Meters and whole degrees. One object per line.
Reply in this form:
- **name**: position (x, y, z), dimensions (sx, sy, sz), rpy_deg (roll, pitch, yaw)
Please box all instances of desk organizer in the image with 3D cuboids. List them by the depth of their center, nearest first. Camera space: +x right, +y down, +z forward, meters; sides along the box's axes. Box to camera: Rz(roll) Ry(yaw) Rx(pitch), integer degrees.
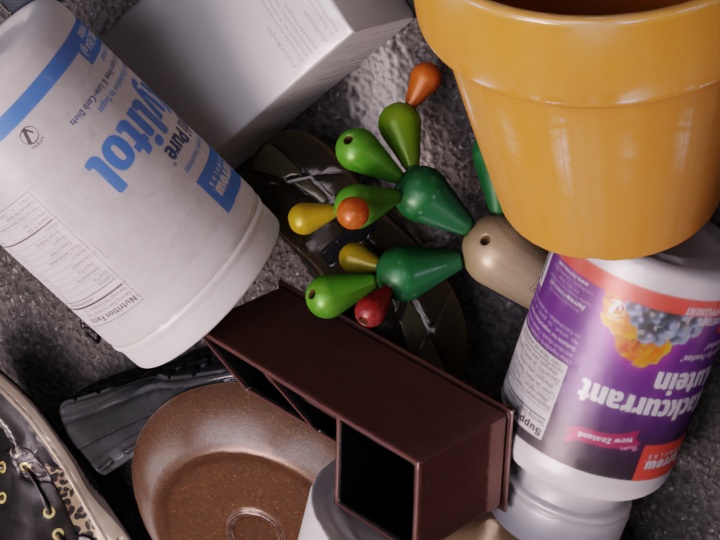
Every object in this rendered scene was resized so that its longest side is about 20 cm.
- **desk organizer**: position (-0.008, 0.085, 1.254), dimensions (0.200, 0.077, 0.072), rpy_deg (28, 129, 38)

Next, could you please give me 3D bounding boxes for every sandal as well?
- **sandal**: position (0.000, 0.000, 1.331), dimensions (0.082, 0.055, 0.200), rpy_deg (-39, 79, 2)

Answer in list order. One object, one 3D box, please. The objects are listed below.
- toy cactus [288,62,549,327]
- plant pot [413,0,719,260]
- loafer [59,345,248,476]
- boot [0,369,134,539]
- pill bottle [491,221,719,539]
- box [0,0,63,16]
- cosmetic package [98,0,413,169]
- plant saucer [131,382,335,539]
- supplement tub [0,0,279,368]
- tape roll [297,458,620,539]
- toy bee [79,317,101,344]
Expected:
- **toy cactus**: position (0.059, -0.036, 1.260), dimensions (0.165, 0.102, 0.200), rpy_deg (37, 84, -10)
- **plant pot**: position (0.130, -0.113, 1.125), dimensions (0.200, 0.200, 0.184), rpy_deg (18, 136, 27)
- **loafer**: position (-0.121, 0.096, 1.430), dimensions (0.200, 0.068, 0.071), rpy_deg (-17, 101, 39)
- **boot**: position (-0.259, 0.178, 1.483), dimensions (0.150, 0.073, 0.200), rpy_deg (-36, 94, -9)
- **pill bottle**: position (0.143, 0.064, 1.230), dimensions (0.111, 0.111, 0.200), rpy_deg (27, 116, 23)
- **box**: position (-0.130, -0.248, 1.286), dimensions (0.200, 0.158, 0.051), rpy_deg (-31, 112, 34)
- **cosmetic package**: position (-0.078, -0.143, 1.331), dimensions (0.200, 0.081, 0.113), rpy_deg (-35, 83, 34)
- **plant saucer**: position (-0.064, 0.165, 1.387), dimensions (0.200, 0.037, 0.201), rpy_deg (10, 124, 15)
- **supplement tub**: position (-0.161, -0.052, 1.263), dimensions (0.132, 0.132, 0.200), rpy_deg (-34, 113, 33)
- **tape roll**: position (0.060, 0.183, 1.261), dimensions (0.202, 0.202, 0.071), rpy_deg (24, 114, 24)
- **toy bee**: position (-0.166, -0.056, 1.406), dimensions (0.108, 0.200, 0.131), rpy_deg (-16, 57, 7)
